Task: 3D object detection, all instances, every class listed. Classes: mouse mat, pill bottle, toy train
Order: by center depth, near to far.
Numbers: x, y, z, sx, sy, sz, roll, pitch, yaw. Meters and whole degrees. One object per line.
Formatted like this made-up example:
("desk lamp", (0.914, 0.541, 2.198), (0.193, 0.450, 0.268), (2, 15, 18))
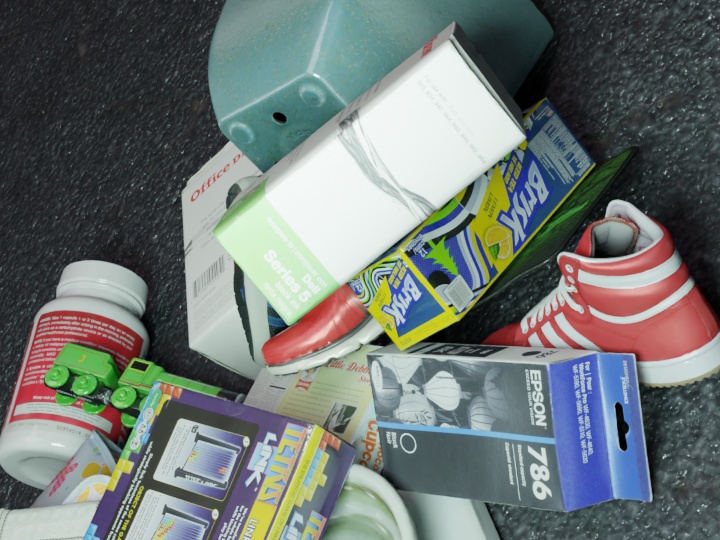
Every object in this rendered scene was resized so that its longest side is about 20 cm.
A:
("mouse mat", (0.100, -0.010, 1.208), (0.200, 0.008, 0.161), (-35, 9, 43))
("toy train", (-0.183, 0.107, 1.477), (0.200, 0.042, 0.056), (14, 54, 24))
("pill bottle", (-0.259, 0.097, 1.591), (0.112, 0.112, 0.200), (-22, 48, 43))

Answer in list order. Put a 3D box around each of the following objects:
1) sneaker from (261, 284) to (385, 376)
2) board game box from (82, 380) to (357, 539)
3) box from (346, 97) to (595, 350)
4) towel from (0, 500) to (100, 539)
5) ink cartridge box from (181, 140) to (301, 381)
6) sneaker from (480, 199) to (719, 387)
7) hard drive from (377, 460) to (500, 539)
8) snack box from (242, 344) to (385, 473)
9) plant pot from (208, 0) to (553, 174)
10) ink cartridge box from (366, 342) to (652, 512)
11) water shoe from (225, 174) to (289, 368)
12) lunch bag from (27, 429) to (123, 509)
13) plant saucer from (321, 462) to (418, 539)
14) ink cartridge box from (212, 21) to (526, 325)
("sneaker", (0.000, 0.000, 1.277), (0.200, 0.085, 0.077), (-38, 10, 4))
("board game box", (-0.112, 0.189, 1.189), (0.165, 0.057, 0.200), (12, 72, 40))
("box", (0.078, -0.034, 1.182), (0.070, 0.064, 0.200), (-31, 11, 49))
("towel", (-0.198, 0.261, 1.257), (0.199, 0.035, 0.193), (-5, 62, 20))
("ink cartridge box", (-0.078, -0.028, 1.478), (0.146, 0.085, 0.200), (-39, 39, 27))
("sneaker", (0.137, 0.018, 1.111), (0.200, 0.113, 0.071), (-8, 28, 46))
("hard drive", (0.038, 0.205, 1.186), (0.132, 0.026, 0.200), (-47, 34, 18))
("snack box", (-0.032, 0.110, 1.320), (0.200, 0.037, 0.116), (4, 63, 62))
("plant pot", (-0.004, -0.156, 1.335), (0.196, 0.196, 0.200), (-23, 30, 42))
("ink cartridge box", (0.092, 0.100, 1.115), (0.200, 0.039, 0.100), (-1, 101, 43))
("water shoe", (-0.055, 0.004, 1.318), (0.079, 0.200, 0.072), (-12, 53, -10))
("lunch bag", (-0.215, 0.242, 1.372), (0.170, 0.127, 0.200), (-48, 25, 1))
("plant saucer", (-0.028, 0.231, 1.170), (0.200, 0.050, 0.201), (-25, 48, 31))
("ink cartridge box", (0.010, -0.069, 1.150), (0.200, 0.084, 0.146), (-38, 8, 11))
